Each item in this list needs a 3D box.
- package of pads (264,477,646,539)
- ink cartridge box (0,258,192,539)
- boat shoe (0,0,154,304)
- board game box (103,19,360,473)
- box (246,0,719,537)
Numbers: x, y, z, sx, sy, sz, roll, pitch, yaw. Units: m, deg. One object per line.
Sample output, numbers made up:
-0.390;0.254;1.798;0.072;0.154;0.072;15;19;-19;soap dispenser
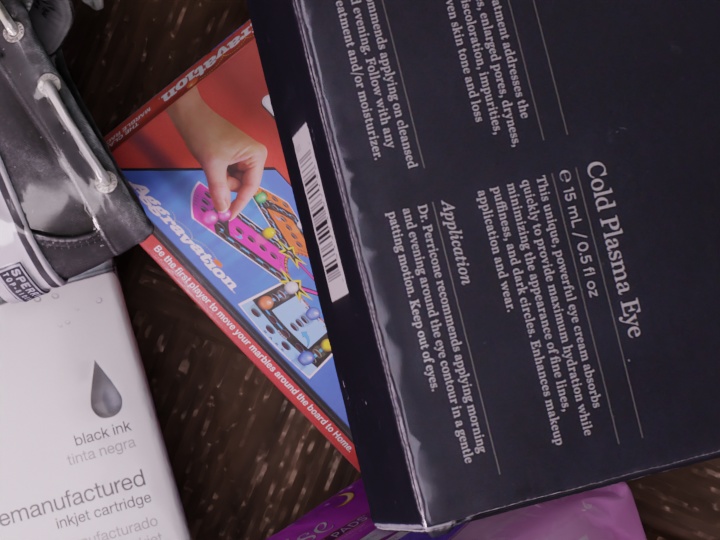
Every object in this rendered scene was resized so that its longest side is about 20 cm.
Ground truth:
-0.005;0.134;0.944;0.200;0.120;0.076;-30;112;-32;package of pads
-0.156;0.031;1.018;0.146;0.083;0.200;-16;87;-7;ink cartridge box
-0.126;-0.090;0.949;0.068;0.074;0.200;-24;69;5;boat shoe
0.000;0.000;1.002;0.103;0.019;0.200;-38;116;9;board game box
0.074;-0.034;0.872;0.182;0.104;0.200;-13;87;-9;box
